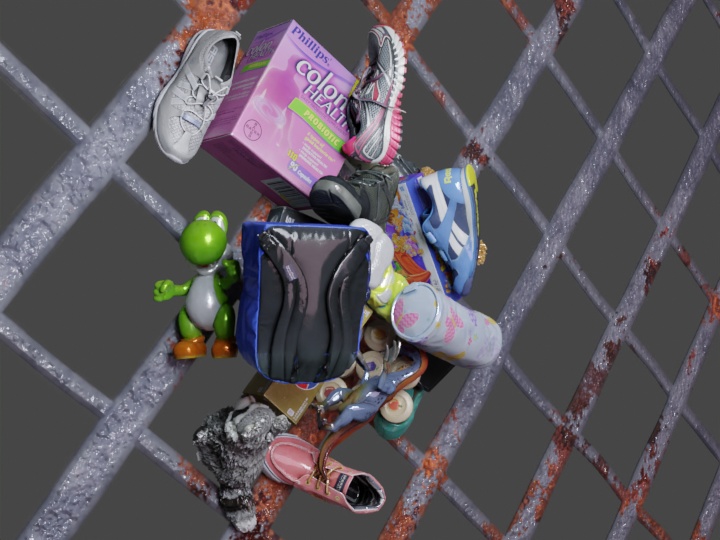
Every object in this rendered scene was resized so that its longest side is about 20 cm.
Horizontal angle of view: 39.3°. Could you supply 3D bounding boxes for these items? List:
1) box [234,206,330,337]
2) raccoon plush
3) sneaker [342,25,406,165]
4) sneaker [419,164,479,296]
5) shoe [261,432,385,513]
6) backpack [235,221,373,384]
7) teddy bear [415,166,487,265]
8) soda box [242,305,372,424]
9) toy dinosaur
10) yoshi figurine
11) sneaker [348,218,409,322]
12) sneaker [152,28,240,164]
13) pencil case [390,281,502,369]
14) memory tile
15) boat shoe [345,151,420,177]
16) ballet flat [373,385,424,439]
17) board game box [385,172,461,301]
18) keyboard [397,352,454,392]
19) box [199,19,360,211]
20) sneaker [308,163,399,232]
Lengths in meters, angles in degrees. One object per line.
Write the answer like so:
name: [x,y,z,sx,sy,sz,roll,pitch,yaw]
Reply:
box: [-0.081,0.027,1.464,0.160,0.044,0.200,23,75,-31]
raccoon plush: [-0.137,0.260,1.360,0.097,0.134,0.200,-35,110,-36]
sneaker: [0.020,-0.251,1.419,0.075,0.081,0.200,6,79,-16]
sneaker: [0.131,-0.057,1.462,0.074,0.082,0.200,-70,156,-65]
shoe: [-0.054,0.293,1.456,0.200,0.091,0.072,36,67,-33]
backpack: [-0.077,0.039,1.292,0.162,0.168,0.200,1,94,-20]
teddy bear: [0.152,-0.077,1.650,0.145,0.067,0.200,-26,105,-39]
soda box: [-0.072,0.112,1.399,0.068,0.064,0.200,46,64,-23]
toy dinosaur: [0.013,0.173,1.441,0.181,0.105,0.200,-9,115,-22]
yoshi figurine: [-0.208,0.017,1.331,0.112,0.112,0.200,2,84,-33]
sneaker: [0.000,0.000,1.417,0.076,0.105,0.200,-52,137,-26]
sneaker: [-0.216,-0.239,1.343,0.075,0.082,0.200,24,74,-36]
pencil case: [0.127,0.081,1.447,0.200,0.083,0.091,25,66,-51]
memory tile: [0.023,0.120,1.499,0.017,0.153,0.200,54,48,-70]
boat shoe: [0.057,-0.150,1.559,0.199,0.074,0.066,41,60,-7]
ballet flat: [0.067,0.189,1.571,0.067,0.070,0.200,26,40,6]
board game box: [0.065,-0.040,1.532,0.045,0.134,0.200,-34,110,-41]
keyboard: [0.109,0.104,1.606,0.127,0.021,0.200,53,38,0]
box: [-0.101,-0.214,1.428,0.176,0.097,0.200,39,65,-32]
sneaker: [-0.006,-0.113,1.402,0.199,0.076,0.114,36,69,-62]
